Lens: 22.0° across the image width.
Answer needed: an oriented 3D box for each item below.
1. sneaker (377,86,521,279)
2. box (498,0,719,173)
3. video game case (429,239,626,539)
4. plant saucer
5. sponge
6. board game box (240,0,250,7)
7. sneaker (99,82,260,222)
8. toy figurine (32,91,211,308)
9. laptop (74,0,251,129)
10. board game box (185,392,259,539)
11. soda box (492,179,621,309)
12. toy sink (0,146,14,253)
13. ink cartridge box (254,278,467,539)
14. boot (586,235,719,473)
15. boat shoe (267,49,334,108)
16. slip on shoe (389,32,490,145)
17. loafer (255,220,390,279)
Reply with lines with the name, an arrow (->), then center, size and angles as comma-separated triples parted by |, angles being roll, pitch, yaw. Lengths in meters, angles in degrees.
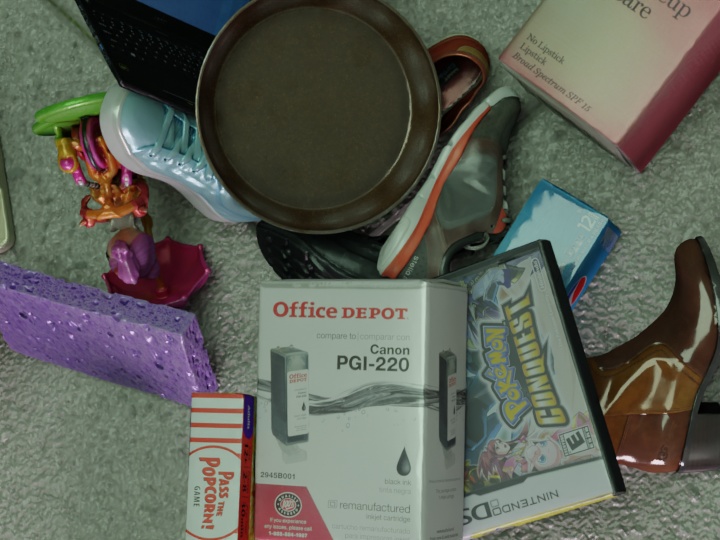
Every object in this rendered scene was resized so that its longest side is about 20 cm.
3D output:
sneaker -> 0.090, -0.058, 1.509 | 0.082, 0.077, 0.200 | 32, 70, 0
box -> 0.226, -0.199, 1.476 | 0.128, 0.109, 0.200 | 38, 94, 20
video game case -> 0.090, 0.099, 1.414 | 0.181, 0.026, 0.200 | -20, 79, 24
plant saucer -> -0.035, -0.130, 1.478 | 0.200, 0.034, 0.200 | -1, 94, -15
sponge -> -0.224, 0.054, 1.580 | 0.200, 0.112, 0.030 | 15, 57, 20
board game box -> -0.067, -0.181, 1.614 | 0.200, 0.023, 0.105 | 39, 95, 19
sneaker -> -0.126, -0.098, 1.503 | 0.082, 0.200, 0.074 | 1, 71, 34
toy figurine -> -0.191, -0.052, 1.560 | 0.150, 0.200, 0.184 | -14, 89, 10
laptop -> -0.134, -0.216, 1.521 | 0.103, 0.177, 0.200 | -51, 44, 21
board game box -> -0.081, 0.180, 1.466 | 0.046, 0.200, 0.152 | -1, 82, 17
soda box -> 0.127, 0.031, 1.495 | 0.068, 0.064, 0.200 | 33, 92, 19
toy sink -> -0.407, -0.107, 1.664 | 0.130, 0.112, 0.200 | -14, 78, 16
ink cartridge box -> 0.001, 0.106, 1.397 | 0.146, 0.085, 0.200 | 0, 85, 25
boot -> 0.183, 0.066, 1.447 | 0.200, 0.068, 0.188 | 1, 99, 3
boat shoe -> -0.015, -0.202, 1.555 | 0.066, 0.075, 0.199 | 33, 53, -9
slip on shoe -> 0.029, -0.119, 1.543 | 0.200, 0.061, 0.074 | -42, 104, 6
loafer -> 0.000, 0.000, 1.547 | 0.201, 0.068, 0.070 | 27, 51, 29
